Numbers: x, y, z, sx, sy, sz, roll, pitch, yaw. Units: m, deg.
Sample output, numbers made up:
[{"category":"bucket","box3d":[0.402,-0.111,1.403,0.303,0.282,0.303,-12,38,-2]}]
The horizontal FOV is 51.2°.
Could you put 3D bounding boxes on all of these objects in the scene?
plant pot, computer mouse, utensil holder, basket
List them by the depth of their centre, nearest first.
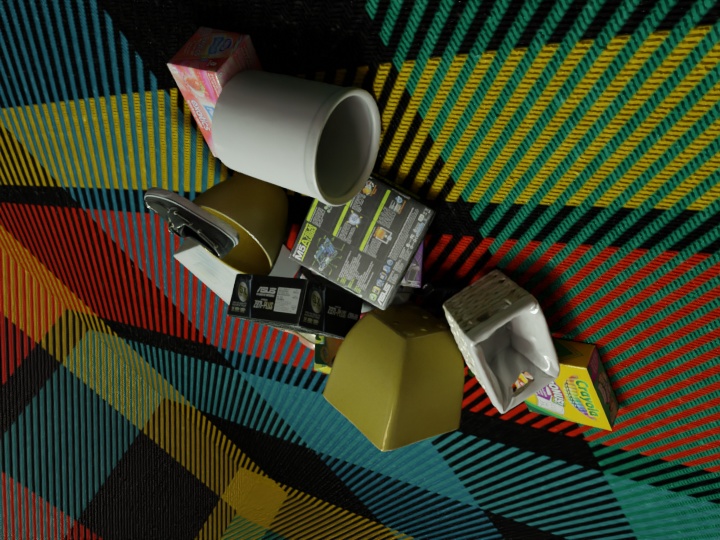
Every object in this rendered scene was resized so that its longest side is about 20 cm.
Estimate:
[{"category":"utensil holder","box3d":[-0.097,-0.204,1.118,0.199,0.170,0.170,20,151,28]},{"category":"basket","box3d":[0.238,0.118,1.280,0.123,0.135,0.201,52,172,52]},{"category":"computer mouse","box3d":[0.101,0.034,1.352,0.199,0.034,0.059,4,142,-20]},{"category":"plant pot","box3d":[0.073,0.174,1.375,0.195,0.193,0.201,33,121,45]},{"category":"plant pot","box3d":[-0.218,-0.105,1.438,0.199,0.142,0.200,25,152,14]}]

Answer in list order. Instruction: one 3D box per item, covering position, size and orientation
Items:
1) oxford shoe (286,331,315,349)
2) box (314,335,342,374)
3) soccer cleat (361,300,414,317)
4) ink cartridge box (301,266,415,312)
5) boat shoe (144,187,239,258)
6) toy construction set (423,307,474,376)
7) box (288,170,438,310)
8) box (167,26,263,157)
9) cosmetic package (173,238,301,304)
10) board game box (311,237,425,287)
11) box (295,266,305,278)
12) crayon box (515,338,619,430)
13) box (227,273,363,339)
[{"category":"oxford shoe","box3d":[-0.160,0.115,1.849,0.199,0.071,0.074,28,128,10]},{"category":"box","box3d":[-0.032,0.175,1.644,0.048,0.118,0.199,-20,148,40]},{"category":"soccer cleat","box3d":[0.027,0.104,1.550,0.199,0.067,0.076,-19,150,37]},{"category":"ink cartridge box","box3d":[0.000,0.000,1.442,0.146,0.083,0.200,43,151,-19]},{"category":"boat shoe","box3d":[-0.313,-0.086,1.350,0.199,0.057,0.069,27,153,12]},{"category":"toy construction set","box3d":[0.203,0.144,1.444,0.200,0.092,0.131,43,162,-19]},{"category":"box","box3d":[0.003,-0.064,1.254,0.192,0.048,0.201,29,113,9]},{"category":"box","box3d":[-0.207,-0.273,1.199,0.102,0.095,0.200,18,150,26]},{"category":"cosmetic package","box3d":[-0.273,-0.024,1.657,0.199,0.123,0.200,44,152,-21]},{"category":"board game box","box3d":[0.013,-0.041,1.297,0.199,0.032,0.121,6,105,14]},{"category":"box","box3d":[-0.070,0.049,1.640,0.158,0.046,0.200,33,154,-3]},{"category":"crayon box","box3d":[0.375,0.208,1.409,0.172,0.058,0.200,8,143,40]},{"category":"box","box3d":[-0.124,0.069,1.429,0.199,0.087,0.163,4,168,42]}]
